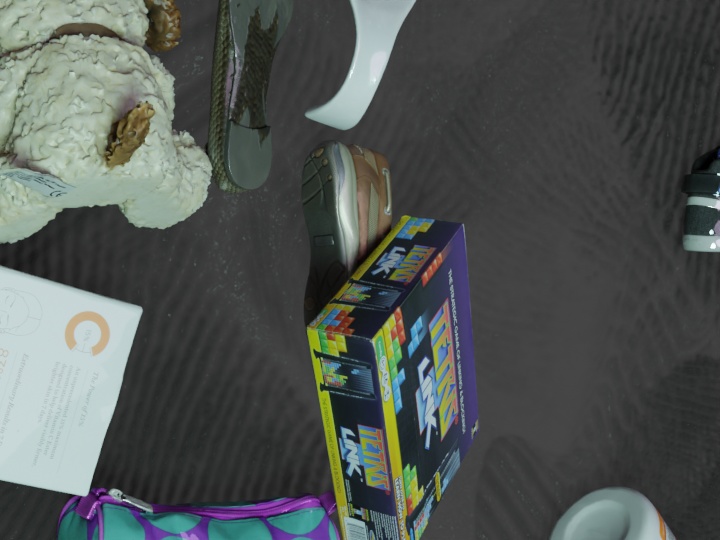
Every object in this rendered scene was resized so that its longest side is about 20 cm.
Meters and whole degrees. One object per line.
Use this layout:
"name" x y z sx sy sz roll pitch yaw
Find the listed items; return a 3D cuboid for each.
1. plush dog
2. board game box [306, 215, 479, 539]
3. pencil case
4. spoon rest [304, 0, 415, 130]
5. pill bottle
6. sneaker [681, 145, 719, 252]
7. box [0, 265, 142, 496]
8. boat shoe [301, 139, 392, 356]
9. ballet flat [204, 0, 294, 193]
"plush dog" -0.186 -0.126 0.670 0.197 0.160 0.174 -9 73 -31
"board game box" 0.033 0.087 0.781 0.165 0.056 0.203 -48 138 -48
"pencil case" -0.114 0.203 0.756 0.197 0.085 0.094 7 104 -31
"spoon rest" 0.007 -0.213 0.812 0.098 0.060 0.203 13 88 -31
"pill bottle" 0.267 0.308 0.973 0.113 0.112 0.201 -45 114 -20
"sneaker" 0.412 -0.078 1.053 0.197 0.073 0.114 -4 97 -29
"box" -0.258 0.053 0.653 0.198 0.097 0.126 20 83 -29
"boat shoe" 0.000 0.000 0.817 0.071 0.075 0.204 -4 97 -32
"ballet flat" -0.088 -0.158 0.772 0.067 0.046 0.204 6 87 -45
